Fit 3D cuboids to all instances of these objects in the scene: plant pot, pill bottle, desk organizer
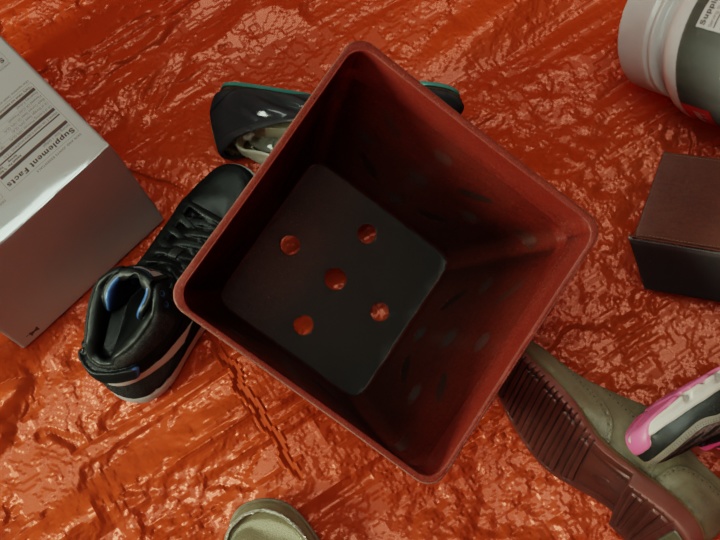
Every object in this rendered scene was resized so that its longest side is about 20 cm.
[{"bbox_3d":[0.000,0.000,0.844,0.200,0.176,0.200,37,79,-9],"label":"plant pot"},{"bbox_3d":[0.286,-0.148,0.876,0.200,0.114,0.114,29,76,44],"label":"pill bottle"},{"bbox_3d":[0.295,-0.020,0.858,0.199,0.072,0.077,11,64,29],"label":"desk organizer"}]

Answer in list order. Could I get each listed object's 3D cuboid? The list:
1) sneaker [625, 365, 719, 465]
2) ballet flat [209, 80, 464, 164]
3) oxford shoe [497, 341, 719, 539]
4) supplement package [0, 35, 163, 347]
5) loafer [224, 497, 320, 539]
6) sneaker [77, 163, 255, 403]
[{"bbox_3d":[0.269,0.101,0.834,0.199,0.074,0.088,-15,75,-27],"label":"sneaker"},{"bbox_3d":[-0.021,-0.105,0.957,0.199,0.073,0.073,3,73,14],"label":"ballet flat"},{"bbox_3d":[0.172,0.115,0.876,0.075,0.071,0.200,-31,68,-31],"label":"oxford shoe"},{"bbox_3d":[-0.281,-0.078,0.934,0.151,0.152,0.200,-44,73,-8],"label":"supplement package"},{"bbox_3d":[-0.046,0.248,0.847,0.075,0.068,0.201,-18,71,1],"label":"loafer"},{"bbox_3d":[-0.132,-0.002,0.914,0.073,0.112,0.200,24,77,12],"label":"sneaker"}]
